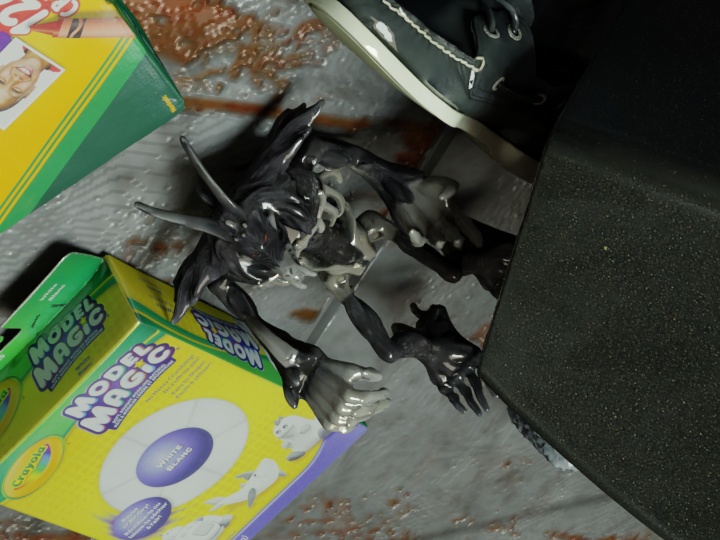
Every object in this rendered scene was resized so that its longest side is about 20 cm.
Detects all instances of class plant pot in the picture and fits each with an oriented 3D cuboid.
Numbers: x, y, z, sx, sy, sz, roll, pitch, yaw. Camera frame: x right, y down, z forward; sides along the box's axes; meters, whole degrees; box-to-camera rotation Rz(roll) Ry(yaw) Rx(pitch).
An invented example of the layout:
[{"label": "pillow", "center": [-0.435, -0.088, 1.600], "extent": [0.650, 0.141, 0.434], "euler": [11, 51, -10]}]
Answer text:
[{"label": "plant pot", "center": [0.160, -0.007, 1.055], "extent": [0.200, 0.176, 0.201], "euler": [-57, 165, -48]}]

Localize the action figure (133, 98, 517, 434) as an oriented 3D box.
[{"label": "action figure", "center": [0.000, 0.000, 1.103], "extent": [0.199, 0.102, 0.119], "euler": [19, 106, -46]}]

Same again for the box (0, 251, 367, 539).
[{"label": "box", "center": [-0.099, 0.066, 1.154], "extent": [0.117, 0.048, 0.200], "euler": [-44, 140, 15]}]

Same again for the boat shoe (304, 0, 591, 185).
[{"label": "boat shoe", "center": [0.047, -0.093, 1.053], "extent": [0.066, 0.075, 0.199], "euler": [-50, 144, 7]}]

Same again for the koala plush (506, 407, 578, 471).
[{"label": "koala plush", "center": [0.197, 0.059, 1.226], "extent": [0.176, 0.200, 0.184], "euler": [-7, 136, -28]}]

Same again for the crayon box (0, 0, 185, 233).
[{"label": "crayon box", "center": [-0.160, -0.096, 0.917], "extent": [0.118, 0.058, 0.200], "euler": [-33, 143, 2]}]
